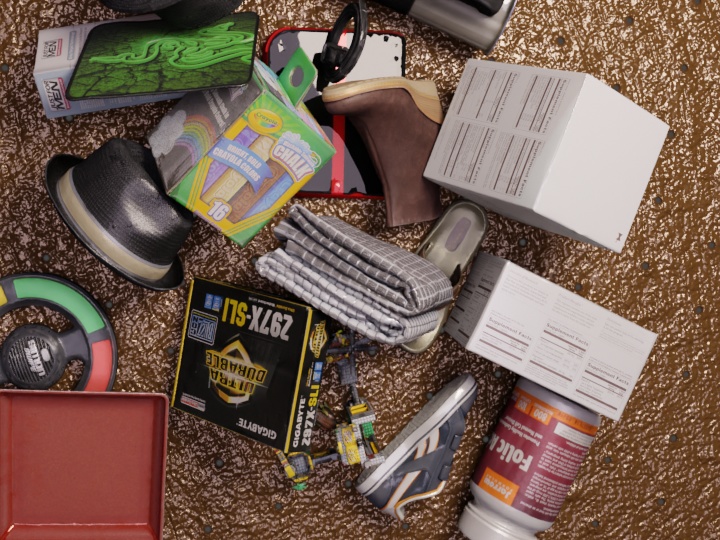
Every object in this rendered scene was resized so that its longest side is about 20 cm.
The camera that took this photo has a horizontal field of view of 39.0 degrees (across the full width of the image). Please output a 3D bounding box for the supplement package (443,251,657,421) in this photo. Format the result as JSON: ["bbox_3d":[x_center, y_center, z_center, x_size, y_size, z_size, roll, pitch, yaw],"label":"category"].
[{"bbox_3d":[0.219,0.073,1.208,0.198,0.156,0.112,26,92,-7],"label":"supplement package"}]

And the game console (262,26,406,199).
[{"bbox_3d":[-0.033,-0.190,1.230,0.173,0.031,0.204,1,95,-11],"label":"game console"}]

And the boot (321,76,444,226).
[{"bbox_3d":[0.035,-0.134,1.168,0.198,0.072,0.170,-10,100,-48],"label":"boot"}]

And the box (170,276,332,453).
[{"bbox_3d":[-0.128,0.103,1.166,0.049,0.198,0.163,9,93,-50],"label":"box"}]

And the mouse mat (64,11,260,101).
[{"bbox_3d":[-0.209,-0.233,1.093,0.196,0.162,0.008,-3,131,2],"label":"mouse mat"}]

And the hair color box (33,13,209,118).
[{"bbox_3d":[-0.264,-0.238,1.157,0.196,0.100,0.061,-9,131,-5],"label":"hair color box"}]

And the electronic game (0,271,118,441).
[{"bbox_3d":[-0.387,0.103,1.204,0.196,0.042,0.204,0,94,-6],"label":"electronic game"}]

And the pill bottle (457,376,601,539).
[{"bbox_3d":[0.202,0.243,1.241,0.113,0.114,0.203,25,91,-7],"label":"pill bottle"}]

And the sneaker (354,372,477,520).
[{"bbox_3d":[0.086,0.218,1.246,0.079,0.078,0.200,42,100,-2],"label":"sneaker"}]

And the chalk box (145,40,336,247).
[{"bbox_3d":[-0.118,-0.154,1.121,0.200,0.125,0.123,-42,132,11],"label":"chalk box"}]

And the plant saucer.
[{"bbox_3d":[-0.329,0.230,1.202,0.196,0.037,0.203,3,106,-10],"label":"plant saucer"}]

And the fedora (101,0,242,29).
[{"bbox_3d":[-0.184,-0.321,1.082,0.200,0.201,0.092,-43,138,-1],"label":"fedora"}]

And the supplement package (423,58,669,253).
[{"bbox_3d":[0.205,-0.133,1.147,0.150,0.199,0.153,20,93,-35],"label":"supplement package"}]

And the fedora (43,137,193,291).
[{"bbox_3d":[-0.251,-0.076,1.127,0.200,0.201,0.092,44,106,-7],"label":"fedora"}]

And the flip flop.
[{"bbox_3d":[0.096,0.006,1.239,0.080,0.058,0.202,31,90,-7],"label":"flip flop"}]

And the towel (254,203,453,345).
[{"bbox_3d":[0.000,0.000,1.153,0.198,0.165,0.087,30,103,13],"label":"towel"}]

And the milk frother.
[{"bbox_3d":[0.069,-0.294,1.174,0.185,0.181,0.202,22,117,-6],"label":"milk frother"}]

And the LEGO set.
[{"bbox_3d":[-0.046,0.163,1.206,0.151,0.116,0.204,-5,94,-6],"label":"LEGO set"}]
